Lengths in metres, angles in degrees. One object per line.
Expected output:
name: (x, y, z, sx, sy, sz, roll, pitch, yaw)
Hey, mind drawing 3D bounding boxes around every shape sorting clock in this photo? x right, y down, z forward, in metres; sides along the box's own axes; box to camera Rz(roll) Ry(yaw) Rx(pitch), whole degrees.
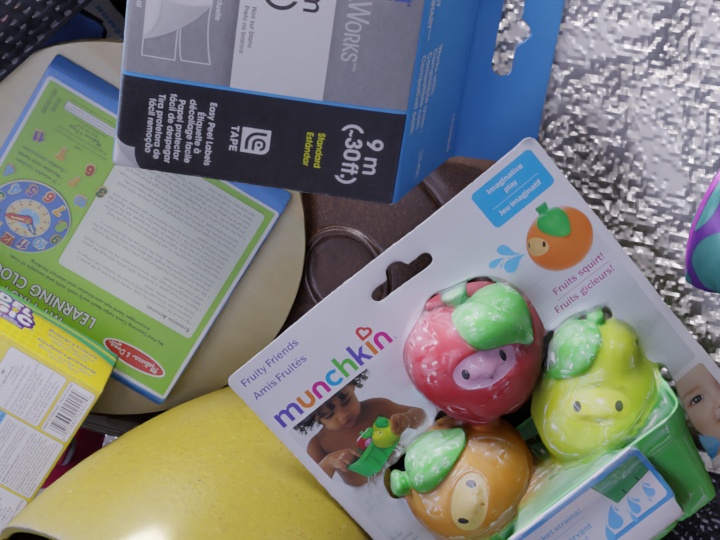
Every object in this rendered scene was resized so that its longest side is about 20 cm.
shape sorting clock: (-0.127, -0.020, 1.075, 0.200, 0.039, 0.200, 0, 106, 1)

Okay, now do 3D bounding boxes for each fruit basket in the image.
fruit basket: (0.069, 0.066, 1.001, 0.185, 0.094, 0.200, -38, 118, 7)

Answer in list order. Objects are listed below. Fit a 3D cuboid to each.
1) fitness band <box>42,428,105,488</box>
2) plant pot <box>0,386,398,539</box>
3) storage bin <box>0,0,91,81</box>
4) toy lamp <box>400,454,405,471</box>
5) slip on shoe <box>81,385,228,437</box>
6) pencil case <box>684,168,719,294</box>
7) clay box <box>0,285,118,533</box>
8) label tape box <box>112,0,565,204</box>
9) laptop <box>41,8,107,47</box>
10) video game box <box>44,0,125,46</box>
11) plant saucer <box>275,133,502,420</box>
fitness band: (-0.234, 0.063, 1.187, 0.037, 0.200, 0.144, -61, 40, 20)
plant pot: (-0.062, 0.140, 1.072, 0.200, 0.142, 0.200, 30, 155, 15)
storage bin: (-0.187, -0.186, 1.012, 0.200, 0.094, 0.135, -39, 65, 15)
toy lamp: (-0.008, 0.163, 1.180, 0.058, 0.058, 0.200, 45, 131, 4)
slip on shoe: (-0.159, 0.050, 1.178, 0.200, 0.076, 0.061, 16, 166, -7)
pencil case: (0.240, 0.009, 0.912, 0.200, 0.085, 0.093, 29, 105, 18)
clay box: (-0.237, 0.042, 1.060, 0.200, 0.048, 0.115, 32, 114, -7)
label tape box: (-0.006, -0.110, 0.964, 0.200, 0.063, 0.144, 8, 120, -1)
laptop: (-0.255, -0.073, 1.116, 0.187, 0.200, 0.116, 32, 165, 14)
video game box: (-0.192, -0.081, 1.173, 0.182, 0.047, 0.200, 51, 131, 1)
plant saucer: (0.000, 0.000, 1.081, 0.200, 0.034, 0.201, 12, 114, 29)
